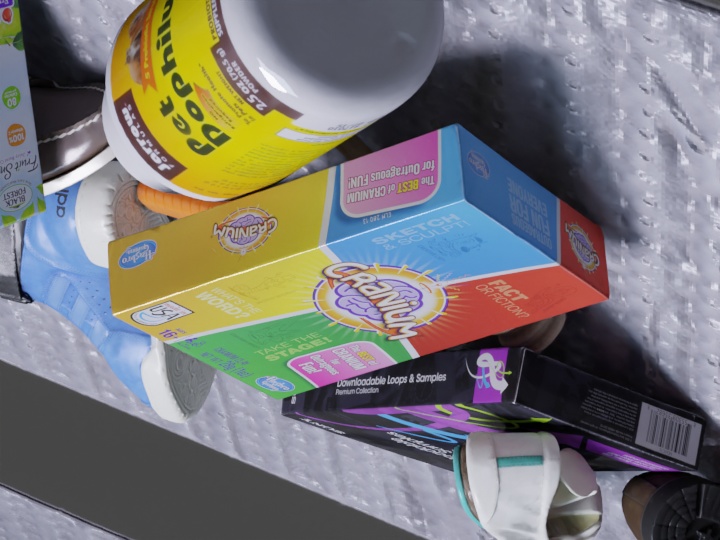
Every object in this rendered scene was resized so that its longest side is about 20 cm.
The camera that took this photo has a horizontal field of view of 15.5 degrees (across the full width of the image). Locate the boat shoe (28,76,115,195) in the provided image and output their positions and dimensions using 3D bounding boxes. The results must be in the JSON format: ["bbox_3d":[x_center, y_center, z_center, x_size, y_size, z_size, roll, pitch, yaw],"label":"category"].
[{"bbox_3d":[-0.204,-0.079,1.473,0.199,0.072,0.060,-6,124,43],"label":"boat shoe"}]

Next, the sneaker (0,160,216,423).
[{"bbox_3d":[-0.159,0.009,1.570,0.111,0.077,0.200,8,143,26],"label":"sneaker"}]

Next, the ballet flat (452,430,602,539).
[{"bbox_3d":[0.100,0.127,1.443,0.069,0.070,0.200,20,170,18],"label":"ballet flat"}]

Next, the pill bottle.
[{"bbox_3d":[-0.050,-0.098,1.232,0.109,0.110,0.200,36,153,-14],"label":"pill bottle"}]

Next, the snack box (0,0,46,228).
[{"bbox_3d":[-0.264,-0.101,1.436,0.199,0.053,0.143,7,111,39],"label":"snack box"}]

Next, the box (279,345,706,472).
[{"bbox_3d":[0.070,0.080,1.463,0.143,0.036,0.200,21,164,-36],"label":"box"}]

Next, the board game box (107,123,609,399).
[{"bbox_3d":[0.000,0.000,1.298,0.199,0.041,0.153,-18,153,27],"label":"board game box"}]

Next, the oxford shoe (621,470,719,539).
[{"bbox_3d":[0.228,0.166,1.489,0.200,0.073,0.084,37,178,-22],"label":"oxford shoe"}]

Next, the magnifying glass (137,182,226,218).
[{"bbox_3d":[-0.046,-0.022,1.438,0.199,0.022,0.080,19,165,40],"label":"magnifying glass"}]

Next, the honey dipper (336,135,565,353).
[{"bbox_3d":[0.030,-0.032,1.361,0.200,0.038,0.038,46,150,-21],"label":"honey dipper"}]
